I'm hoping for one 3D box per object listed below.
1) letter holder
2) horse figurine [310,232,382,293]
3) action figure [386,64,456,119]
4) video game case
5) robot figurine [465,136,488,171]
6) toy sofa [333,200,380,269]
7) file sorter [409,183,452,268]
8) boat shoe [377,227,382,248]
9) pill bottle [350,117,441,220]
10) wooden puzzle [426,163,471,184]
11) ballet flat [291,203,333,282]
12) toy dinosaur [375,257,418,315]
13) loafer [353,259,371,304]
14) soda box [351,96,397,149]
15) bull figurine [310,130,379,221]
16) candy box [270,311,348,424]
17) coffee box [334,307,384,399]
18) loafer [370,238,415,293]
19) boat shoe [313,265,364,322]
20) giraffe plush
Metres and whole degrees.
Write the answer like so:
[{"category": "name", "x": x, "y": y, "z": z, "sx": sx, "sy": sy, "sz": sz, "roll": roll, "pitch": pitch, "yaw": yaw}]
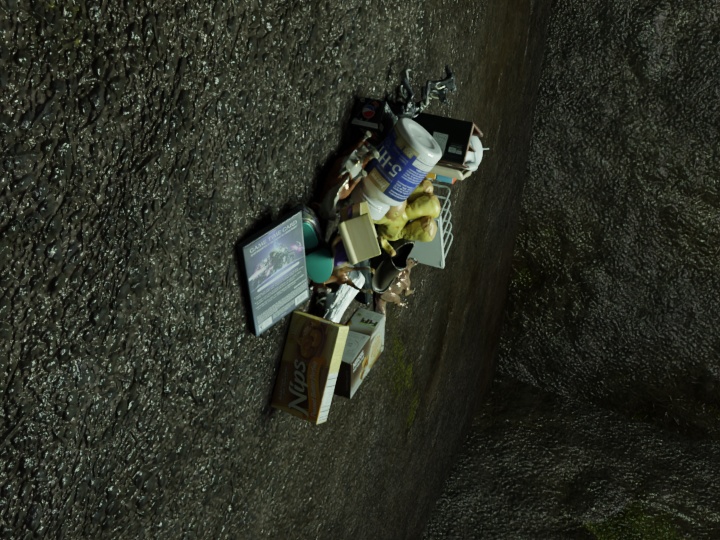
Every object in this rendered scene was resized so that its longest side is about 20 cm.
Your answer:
[{"category": "letter holder", "x": 0.191, "y": -0.320, "z": 1.739, "sx": 0.142, "sy": 0.195, "sz": 0.104, "roll": 3, "pitch": 102, "yaw": -68}, {"category": "horse figurine", "x": -0.025, "y": -0.031, "z": 1.519, "sx": 0.050, "sy": 0.128, "sz": 0.205, "roll": 67, "pitch": 31, "yaw": -62}, {"category": "action figure", "x": 0.120, "y": -0.408, "z": 1.640, "sx": 0.196, "sy": 0.104, "sz": 0.119, "roll": -27, "pitch": 174, "yaw": -13}, {"category": "video game case", "x": -0.154, "y": 0.005, "z": 1.276, "sx": 0.142, "sy": 0.019, "sz": 0.204, "roll": -36, "pitch": 138, "yaw": -36}, {"category": "robot figurine", "x": 0.258, "y": -0.321, "z": 1.955, "sx": 0.195, "sy": 0.171, "sz": 0.115, "roll": -21, "pitch": 139, "yaw": -16}, {"category": "toy sofa", "x": -0.018, "y": -0.075, "z": 1.397, "sx": 0.200, "sy": 0.095, "sz": 0.085, "roll": -91, "pitch": 163, "yaw": -77}, {"category": "file sorter", "x": 0.177, "y": -0.131, "z": 1.920, "sx": 0.202, "sy": 0.135, "sz": 0.126, "roll": 77, "pitch": 33, "yaw": -51}, {"category": "boat shoe", "x": 0.095, "y": -0.071, "z": 1.849, "sx": 0.201, "sy": 0.066, "sz": 0.073, "roll": 58, "pitch": 51, "yaw": -65}, {"category": "pill bottle", "x": 0.070, "y": -0.211, "z": 1.495, "sx": 0.201, "sy": 0.120, "sz": 0.119, "roll": -49, "pitch": 170, "yaw": 27}, {"category": "wooden puzzle", "x": 0.175, "y": -0.249, "z": 1.734, "sx": 0.200, "sy": 0.180, "sz": 0.038, "roll": -30, "pitch": 134, "yaw": -73}, {"category": "ballet flat", "x": -0.095, "y": -0.058, "z": 1.376, "sx": 0.073, "sy": 0.070, "sz": 0.202, "roll": -62, "pitch": 155, "yaw": -28}, {"category": "toy dinosaur", "x": 0.083, "y": 0.039, "z": 1.874, "sx": 0.203, "sy": 0.085, "sz": 0.135, "roll": -57, "pitch": 149, "yaw": 8}, {"category": "loafer", "x": 0.000, "y": 0.000, "z": 1.645, "sx": 0.071, "sy": 0.067, "sz": 0.203, "roll": -50, "pitch": 145, "yaw": -30}, {"category": "soda box", "x": 0.045, "y": -0.307, "z": 1.551, "sx": 0.200, "sy": 0.069, "sz": 0.065, "roll": 39, "pitch": 67, "yaw": -68}, {"category": "bull figurine", "x": -0.028, "y": -0.192, "z": 1.420, "sx": 0.121, "sy": 0.065, "sz": 0.203, "roll": -34, "pitch": -154, "yaw": 46}, {"category": "candy box", "x": -0.105, "y": 0.198, "z": 1.447, "sx": 0.055, "sy": 0.113, "sz": 0.206, "roll": 6, "pitch": 98, "yaw": -67}, {"category": "coffee box", "x": -0.014, "y": 0.201, "z": 1.729, "sx": 0.200, "sy": 0.078, "sz": 0.117, "roll": -49, "pitch": 147, "yaw": -49}, {"category": "loafer", "x": 0.077, "y": -0.019, "z": 1.753, "sx": 0.203, "sy": 0.071, "sz": 0.072, "roll": -65, "pitch": -151, "yaw": 29}, {"category": "boat shoe", "x": -0.068, "y": 0.069, "z": 1.532, "sx": 0.068, "sy": 0.071, "sz": 0.202, "roll": 45, "pitch": 71, "yaw": -27}, {"category": "giraffe plush", "x": 0.072, "y": -0.148, "z": 1.645, "sx": 0.161, "sy": 0.197, "sz": 0.176, "roll": 32, "pitch": 35, "yaw": -53}]
